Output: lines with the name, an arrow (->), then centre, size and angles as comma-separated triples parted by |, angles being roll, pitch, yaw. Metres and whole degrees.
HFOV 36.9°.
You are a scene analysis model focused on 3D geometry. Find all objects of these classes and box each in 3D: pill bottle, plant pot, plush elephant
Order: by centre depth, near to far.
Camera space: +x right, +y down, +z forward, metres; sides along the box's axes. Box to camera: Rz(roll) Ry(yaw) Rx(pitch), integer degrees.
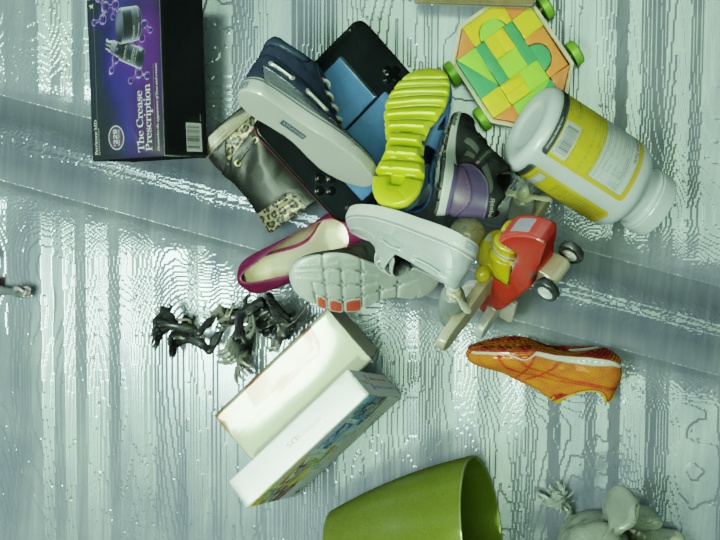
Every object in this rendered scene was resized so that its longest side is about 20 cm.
pill bottle -> 0.281, -0.126, 1.308 | 0.198, 0.112, 0.113 | 30, 96, -15
plush elephant -> 0.301, 0.352, 1.325 | 0.200, 0.155, 0.165 | 44, 96, 1
plant pot -> 0.060, 0.337, 1.351 | 0.197, 0.187, 0.190 | -10, 93, 21

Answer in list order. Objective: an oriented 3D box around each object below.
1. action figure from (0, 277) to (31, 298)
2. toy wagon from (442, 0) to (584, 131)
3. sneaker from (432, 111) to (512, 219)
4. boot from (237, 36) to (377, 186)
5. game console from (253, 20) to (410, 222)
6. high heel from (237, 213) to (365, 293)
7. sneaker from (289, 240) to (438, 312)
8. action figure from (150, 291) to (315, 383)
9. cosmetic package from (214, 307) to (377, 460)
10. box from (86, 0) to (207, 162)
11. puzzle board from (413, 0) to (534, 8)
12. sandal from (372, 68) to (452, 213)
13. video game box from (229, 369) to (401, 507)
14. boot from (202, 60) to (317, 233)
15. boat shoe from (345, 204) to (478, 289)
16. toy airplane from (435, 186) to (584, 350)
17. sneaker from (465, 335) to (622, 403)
action figure -> -0.535, 0.042, 1.428 | 0.148, 0.133, 0.203 | 9, 80, 46
toy wagon -> 0.205, -0.241, 1.355 | 0.154, 0.040, 0.201 | -34, 90, 7
sneaker -> 0.139, -0.120, 1.302 | 0.086, 0.201, 0.077 | 11, 127, 2
boot -> -0.047, -0.189, 1.285 | 0.199, 0.072, 0.091 | 36, 62, -23
game console -> -0.009, -0.180, 1.339 | 0.200, 0.031, 0.177 | -46, 107, -11
high heel -> -0.064, -0.029, 1.364 | 0.197, 0.096, 0.068 | -20, 92, 6
sneaker -> 0.000, 0.000, 1.349 | 0.197, 0.082, 0.078 | 0, 114, -21
action figure -> -0.158, 0.085, 1.373 | 0.197, 0.119, 0.104 | -4, 63, 12
cosmetic package -> -0.080, 0.142, 1.374 | 0.200, 0.103, 0.087 | -43, 88, 5
box -> -0.268, -0.240, 1.350 | 0.140, 0.078, 0.204 | 1, 94, 40
puzzle board -> 0.149, -0.426, 1.343 | 0.148, 0.017, 0.204 | 4, 83, 10
sandal -> 0.066, -0.153, 1.319 | 0.078, 0.087, 0.203 | 11, 71, 22
video game box -> -0.051, 0.206, 1.334 | 0.200, 0.182, 0.047 | -44, 77, 5
boot -> -0.087, -0.158, 1.370 | 0.199, 0.073, 0.151 | -36, 94, 0
boat shoe -> 0.050, -0.025, 1.257 | 0.198, 0.072, 0.069 | 20, 82, 38
toy airplane -> 0.161, -0.008, 1.298 | 0.141, 0.200, 0.200 | 39, 109, -1
sneaker -> 0.229, 0.129, 1.362 | 0.197, 0.073, 0.078 | 10, 104, 7
